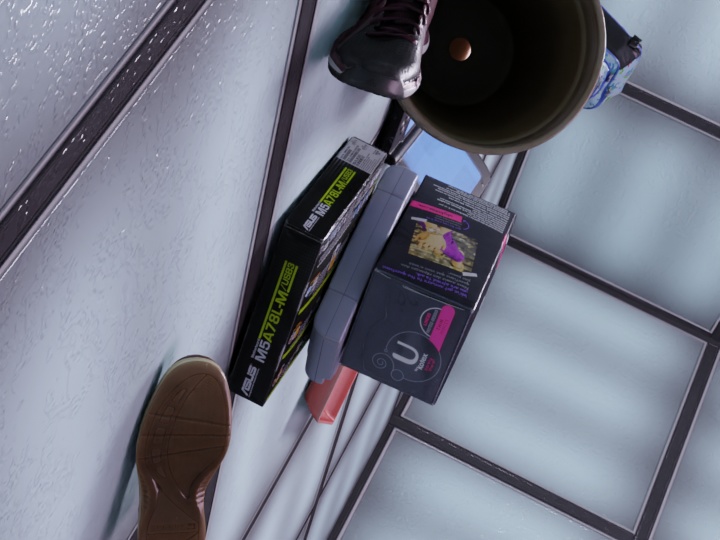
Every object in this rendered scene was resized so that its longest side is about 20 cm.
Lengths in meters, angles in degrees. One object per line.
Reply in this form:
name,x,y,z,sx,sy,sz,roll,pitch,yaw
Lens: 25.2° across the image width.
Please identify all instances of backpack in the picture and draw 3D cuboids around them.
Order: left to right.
backpack,0.480,-0.444,3.442,0.146,0.183,0.201,-34,160,-26

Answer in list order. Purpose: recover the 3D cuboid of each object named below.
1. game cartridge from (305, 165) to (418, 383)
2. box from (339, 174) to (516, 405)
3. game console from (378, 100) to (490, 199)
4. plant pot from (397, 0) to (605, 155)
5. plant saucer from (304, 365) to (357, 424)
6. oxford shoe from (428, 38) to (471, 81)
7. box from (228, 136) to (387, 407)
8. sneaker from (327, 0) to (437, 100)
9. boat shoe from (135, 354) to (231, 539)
game cartridge,0.000,0.000,1.575,0.133,0.040,0.201,113,2,-63
box,0.069,0.016,1.581,0.200,0.105,0.123,-59,171,-55
game console,0.102,-0.163,1.794,0.177,0.115,0.200,-68,173,31
plant pot,0.108,-0.209,1.486,0.202,0.198,0.174,-65,-171,2
plant saucer,-0.019,0.108,2.165,0.201,0.036,0.200,-64,172,-3
oxford shoe,0.096,-0.274,1.605,0.071,0.070,0.202,67,38,-66
box,-0.048,-0.002,1.518,0.195,0.047,0.200,-67,174,33
sneaker,0.028,-0.216,1.278,0.200,0.075,0.117,-75,-179,-65
boat shoe,-0.144,0.142,1.269,0.072,0.071,0.202,-109,-156,-55
